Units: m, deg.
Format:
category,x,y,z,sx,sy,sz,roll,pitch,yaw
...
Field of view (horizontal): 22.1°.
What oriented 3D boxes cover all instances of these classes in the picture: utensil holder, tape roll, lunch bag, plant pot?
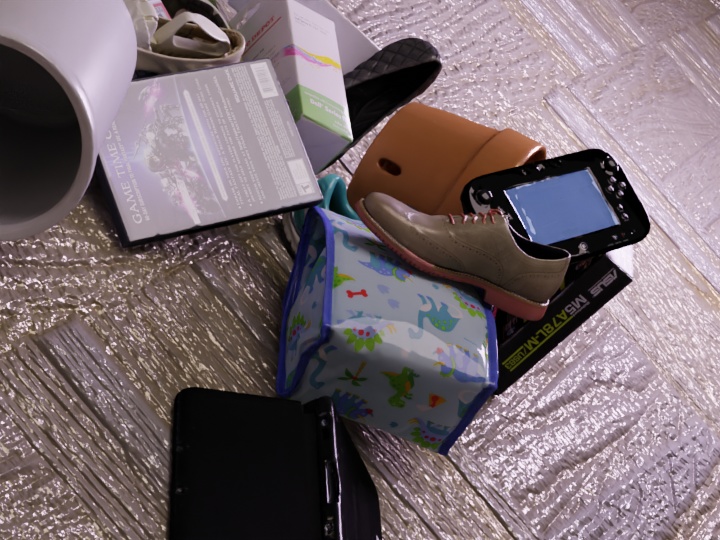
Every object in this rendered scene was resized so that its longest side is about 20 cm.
category,x,y,z,sx,sy,sz,roll,pitch,yaw
utensil holder,-0.269,-0.142,1.435,0.170,0.170,0.201,38,24,-14
tape roll,-0.044,-0.240,1.928,0.202,0.071,0.202,41,4,-3
lunch bag,0.022,0.040,1.617,0.169,0.128,0.201,20,42,-17
plant pot,0.075,-0.073,1.832,0.139,0.201,0.200,33,24,13

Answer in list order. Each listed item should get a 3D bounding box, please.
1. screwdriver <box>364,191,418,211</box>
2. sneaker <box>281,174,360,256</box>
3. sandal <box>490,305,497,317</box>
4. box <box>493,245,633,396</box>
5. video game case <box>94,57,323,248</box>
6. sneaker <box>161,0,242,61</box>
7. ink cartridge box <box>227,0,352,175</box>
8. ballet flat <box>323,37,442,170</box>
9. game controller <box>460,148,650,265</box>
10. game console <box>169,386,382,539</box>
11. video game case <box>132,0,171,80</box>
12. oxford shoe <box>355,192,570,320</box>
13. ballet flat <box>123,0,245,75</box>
category,x,y,z,sx,sy,sz,roll,pitch,yaw
screwdriver,0.088,-0.025,1.715,0.199,0.028,0.029,26,14,19
sneaker,0.000,0.000,1.719,0.201,0.080,0.077,55,29,15
sandal,0.111,0.050,1.820,0.045,0.075,0.200,46,23,5
box,0.194,0.008,1.863,0.047,0.193,0.201,41,25,-15
video game case,-0.141,-0.106,1.605,0.198,0.019,0.144,-14,77,-32
sneaker,-0.152,-0.236,1.791,0.088,0.077,0.201,15,43,-58
ink cartridge box,-0.076,-0.177,1.772,0.067,0.117,0.201,23,42,-34
ballet flat,-0.004,-0.162,1.826,0.067,0.200,0.057,51,-5,-25
game controller,0.184,-0.054,1.720,0.199,0.042,0.105,-16,61,-35
game console,-0.059,0.198,1.420,0.201,0.115,0.177,-94,163,-52
video game case,-0.181,-0.143,1.652,0.143,0.017,0.201,-27,87,-51
oxford shoe,0.090,-0.031,1.604,0.199,0.075,0.071,24,24,-19
ballet flat,-0.183,-0.209,1.627,0.199,0.070,0.070,10,42,-42
